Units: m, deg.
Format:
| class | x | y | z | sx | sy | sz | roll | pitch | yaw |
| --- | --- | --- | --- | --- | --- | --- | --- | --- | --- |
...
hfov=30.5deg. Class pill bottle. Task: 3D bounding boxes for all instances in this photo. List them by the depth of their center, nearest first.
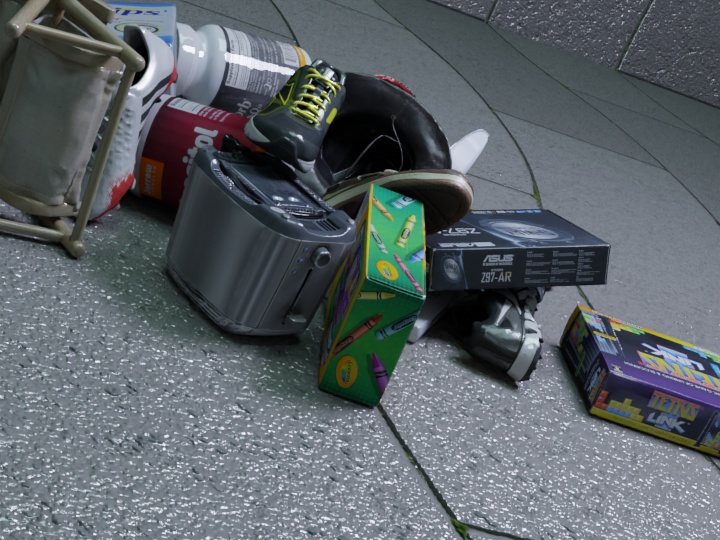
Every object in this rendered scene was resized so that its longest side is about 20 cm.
| class | x | y | z | sx | sy | sz | roll | pitch | yaw |
| --- | --- | --- | --- | --- | --- | --- | --- | --- | --- |
| pill bottle | -0.175 | -0.117 | 1.379 | 0.199 | 0.113 | 0.113 | 16 | 19 | 8 |
| pill bottle | -0.172 | -0.263 | 1.765 | 0.199 | 0.117 | 0.116 | 9 | 24 | -32 |

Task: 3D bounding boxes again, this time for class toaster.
| class | x | y | z | sx | sy | sz | roll | pitch | yaw |
| --- | --- | --- | --- | --- | --- | --- | --- | --- | --- |
| toaster | -0.103 | -0.028 | 1.220 | 0.113 | 0.130 | 0.200 | 3 | 28 | -45 |

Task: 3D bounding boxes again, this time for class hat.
| class | x | y | z | sx | sy | sz | roll | pitch | yaw |
| --- | --- | --- | --- | --- | --- | --- | --- | --- | --- |
| hat | 0.002 | -0.124 | 1.515 | 0.200 | 0.201 | 0.081 | 22 | -11 | -1 |

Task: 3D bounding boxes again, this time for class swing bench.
| class | x | y | z | sx | sy | sz | roll | pitch | yaw |
| --- | --- | --- | --- | --- | --- | --- | --- | --- | --- |
| swing bench | -0.303 | -0.153 | 1.218 | 0.129 | 0.200 | 0.200 | 13 | 23 | -27 |

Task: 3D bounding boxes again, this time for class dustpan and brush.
| class | x | y | z | sx | sy | sz | roll | pitch | yaw |
| --- | --- | --- | --- | --- | --- | --- | --- | --- | --- |
| dustpan and brush | 0.087 | -0.117 | 1.646 | 0.057 | 0.140 | 0.200 | 44 | 23 | -8 |

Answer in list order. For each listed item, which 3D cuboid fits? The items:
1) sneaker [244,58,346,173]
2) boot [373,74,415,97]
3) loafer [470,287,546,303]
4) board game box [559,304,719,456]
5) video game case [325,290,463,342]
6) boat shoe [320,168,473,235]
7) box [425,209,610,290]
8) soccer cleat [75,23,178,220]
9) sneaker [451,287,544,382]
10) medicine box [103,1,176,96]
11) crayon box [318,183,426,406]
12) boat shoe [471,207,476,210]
| class | x | y | z | sx | sy | sz | roll | pitch | yaw |
| --- | --- | --- | --- | --- | --- | --- | --- | --- | --- |
| sneaker | -0.059 | -0.160 | 1.291 | 0.074 | 0.085 | 0.200 | 30 | 19 | -9 |
| boot | 0.019 | -0.142 | 1.606 | 0.073 | 0.154 | 0.204 | 16 | 22 | -16 |
| loafer | 0.124 | -0.015 | 1.523 | 0.200 | 0.068 | 0.070 | 25 | 12 | -6 |
| board game box | 0.326 | 0.121 | 1.414 | 0.199 | 0.057 | 0.165 | 19 | 19 | -11 |
| video game case | 0.000 | 0.000 | 1.418 | 0.199 | 0.022 | 0.182 | 27 | 20 | 11 |
| boat shoe | 0.029 | -0.077 | 1.343 | 0.075 | 0.202 | 0.075 | 55 | 41 | -32 |
| box | 0.140 | -0.024 | 1.409 | 0.199 | 0.044 | 0.160 | -1 | 17 | -16 |
| soccer cleat | -0.242 | -0.146 | 1.289 | 0.068 | 0.201 | 0.085 | 17 | -17 | 23 |
| sneaker | 0.139 | 0.043 | 1.394 | 0.090 | 0.067 | 0.200 | 23 | 22 | -7 |
| medicine box | -0.301 | -0.236 | 1.501 | 0.181 | 0.103 | 0.200 | 0 | 24 | -7 |
| crayon box | 0.012 | 0.018 | 1.214 | 0.058 | 0.119 | 0.200 | 19 | 27 | -8 |
| boat shoe | 0.165 | -0.036 | 1.621 | 0.199 | 0.068 | 0.072 | 17 | 20 | -16 |
